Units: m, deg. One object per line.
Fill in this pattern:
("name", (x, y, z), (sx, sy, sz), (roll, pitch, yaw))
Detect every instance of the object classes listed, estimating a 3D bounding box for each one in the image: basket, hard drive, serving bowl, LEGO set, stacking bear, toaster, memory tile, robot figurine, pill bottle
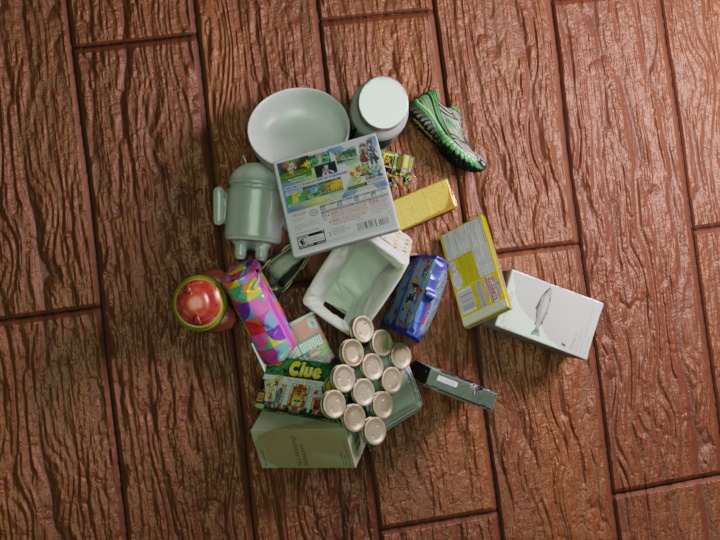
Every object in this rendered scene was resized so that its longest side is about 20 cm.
("basket", (0.000, 0.000, 1.652), (0.134, 0.124, 0.202), (33, 120, -2))
("hard drive", (0.172, 0.217, 1.661), (0.137, 0.200, 0.039), (21, 88, -5))
("serving bowl", (-0.116, -0.253, 1.668), (0.194, 0.066, 0.204), (0, 57, 1))
("LEGO set", (0.022, -0.169, 1.672), (0.150, 0.200, 0.119), (10, 95, -18))
("stacking bear", (-0.296, 0.060, 1.620), (0.111, 0.200, 0.125), (-12, 89, -6))
("toaster", (0.034, 0.231, 1.683), (0.127, 0.113, 0.204), (-23, 89, -20))
("memory tile", (0.011, 0.199, 1.592), (0.152, 0.017, 0.203), (34, 64, -25))
("robot figurine", (-0.204, -0.119, 1.680), (0.165, 0.113, 0.206), (6, 86, -8))
("pill bottle", (0.032, -0.299, 1.668), (0.113, 0.200, 0.120), (0, 88, -6))

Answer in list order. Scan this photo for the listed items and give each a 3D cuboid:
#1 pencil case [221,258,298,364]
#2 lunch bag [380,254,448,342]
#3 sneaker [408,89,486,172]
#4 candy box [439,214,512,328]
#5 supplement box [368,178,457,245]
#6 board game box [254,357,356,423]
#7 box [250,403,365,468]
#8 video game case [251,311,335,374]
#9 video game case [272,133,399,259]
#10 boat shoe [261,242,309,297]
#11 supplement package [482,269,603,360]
("pencil case", (-0.188, 0.077, 1.643), (0.087, 0.088, 0.203), (-27, 112, -6))
("lunch bag", (0.118, 0.054, 1.661), (0.092, 0.200, 0.154), (24, 85, -4))
("sneaker", (0.185, -0.279, 1.744), (0.085, 0.078, 0.200), (-43, 92, -6))
("candy box", (0.223, 0.001, 1.700), (0.101, 0.026, 0.204), (-25, 62, 24))
("supplement box", (0.091, -0.115, 1.734), (0.196, 0.067, 0.070), (-25, 90, -6))
("board game box", (-0.105, 0.221, 1.632), (0.196, 0.023, 0.107), (2, 64, 33))
("box", (-0.098, 0.312, 1.640), (0.195, 0.078, 0.097), (-6, 115, 21))
("video game case", (-0.113, 0.203, 1.724), (0.141, 0.017, 0.204), (-26, 91, -7))
("video game case", (-0.044, -0.133, 1.557), (0.195, 0.022, 0.187), (-15, 76, 2))
("boat shoe", (-0.170, 0.014, 1.705), (0.072, 0.060, 0.200), (45, 84, -3))
("supplement package", (0.358, 0.087, 1.726), (0.196, 0.117, 0.120), (19, 86, -4))
